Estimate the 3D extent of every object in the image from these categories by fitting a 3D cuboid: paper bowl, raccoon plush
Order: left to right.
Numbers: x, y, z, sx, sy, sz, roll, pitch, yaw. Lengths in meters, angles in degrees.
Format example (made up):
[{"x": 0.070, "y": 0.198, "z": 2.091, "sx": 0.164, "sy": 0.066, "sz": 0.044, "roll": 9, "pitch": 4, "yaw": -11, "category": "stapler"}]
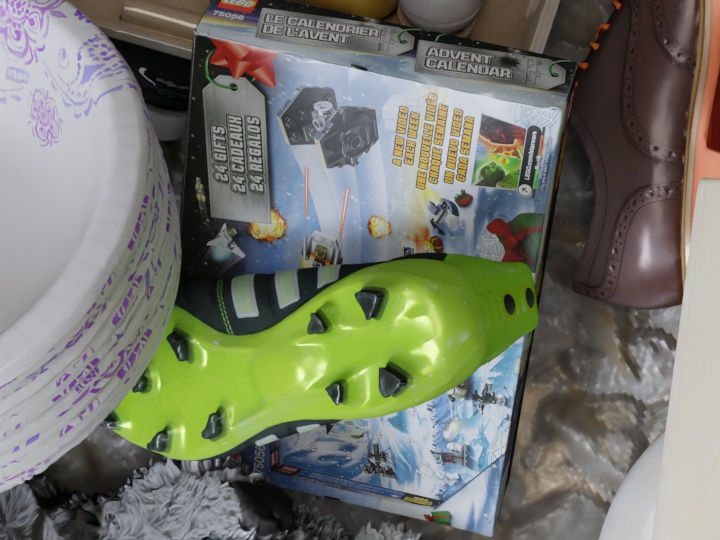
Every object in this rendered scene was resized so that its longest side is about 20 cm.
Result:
[{"x": -0.162, "y": -0.002, "z": 0.952, "sx": 0.200, "sy": 0.105, "sz": 0.201, "roll": -5, "pitch": 54, "yaw": 6, "category": "paper bowl"}, {"x": -0.045, "y": 0.112, "z": 1.068, "sx": 0.200, "sy": 0.134, "sz": 0.097, "roll": 33, "pitch": 102, "yaw": 42, "category": "raccoon plush"}]

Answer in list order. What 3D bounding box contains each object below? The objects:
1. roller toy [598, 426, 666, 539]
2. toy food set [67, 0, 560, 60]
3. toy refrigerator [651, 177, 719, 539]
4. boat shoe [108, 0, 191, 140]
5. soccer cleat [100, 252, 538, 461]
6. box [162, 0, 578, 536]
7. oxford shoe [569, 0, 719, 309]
[{"x": 0.176, "y": 0.126, "z": 0.992, "sx": 0.182, "sy": 0.140, "sz": 0.201, "roll": 14, "pitch": 89, "yaw": 8, "category": "roller toy"}, {"x": -0.014, "y": -0.143, "z": 1.034, "sx": 0.199, "sy": 0.061, "sz": 0.144, "roll": 17, "pitch": 54, "yaw": 4, "category": "toy food set"}, {"x": 0.138, "y": 0.077, "z": 0.899, "sx": 0.070, "sy": 0.076, "sz": 0.201, "roll": 6, "pitch": 79, "yaw": 15, "category": "toy refrigerator"}, {"x": -0.132, "y": -0.136, "z": 1.076, "sx": 0.200, "sy": 0.076, "sz": 0.060, "roll": 35, "pitch": 121, "yaw": -2, "category": "boat shoe"}, {"x": -0.023, "y": 0.029, "z": 0.979, "sx": 0.200, "sy": 0.081, "sz": 0.068, "roll": -8, "pitch": 95, "yaw": 43, "category": "soccer cleat"}, {"x": 0.000, "y": 0.000, "z": 1.017, "sx": 0.136, "sy": 0.040, "sz": 0.201, "roll": 13, "pitch": 126, "yaw": 7, "category": "box"}, {"x": 0.111, "y": -0.084, "z": 1.051, "sx": 0.072, "sy": 0.071, "sz": 0.201, "roll": -1, "pitch": 86, "yaw": 14, "category": "oxford shoe"}]
